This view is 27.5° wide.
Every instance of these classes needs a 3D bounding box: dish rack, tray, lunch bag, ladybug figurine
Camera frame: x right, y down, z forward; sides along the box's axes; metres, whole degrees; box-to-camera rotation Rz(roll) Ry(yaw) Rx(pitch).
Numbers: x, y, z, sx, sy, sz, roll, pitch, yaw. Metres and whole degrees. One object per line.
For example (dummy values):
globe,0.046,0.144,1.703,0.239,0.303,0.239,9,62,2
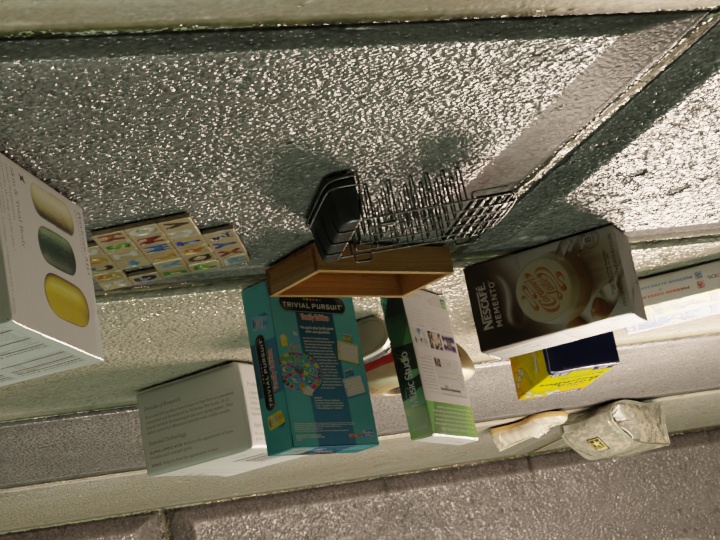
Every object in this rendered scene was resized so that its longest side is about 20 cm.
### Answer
dish rack,0.053,-0.059,1.482,0.199,0.055,0.153,-9,167,-13
tray,0.000,0.000,1.696,0.199,0.037,0.098,2,161,-38
lunch bag,0.566,0.358,3.301,0.199,0.118,0.164,9,157,-38
ladybug figurine,0.078,0.142,2.212,0.199,0.072,0.136,-3,164,-30

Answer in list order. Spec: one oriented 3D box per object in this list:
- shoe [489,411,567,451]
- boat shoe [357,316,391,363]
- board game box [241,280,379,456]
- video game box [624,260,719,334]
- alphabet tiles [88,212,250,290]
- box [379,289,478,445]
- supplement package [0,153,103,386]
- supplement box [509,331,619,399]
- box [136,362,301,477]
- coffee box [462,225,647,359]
shoe,0.377,0.354,3.264,0.199,0.054,0.070,-22,162,36
boat shoe,-0.036,0.121,2.055,0.199,0.073,0.063,-22,159,21
board game box,-0.060,0.119,1.769,0.047,0.201,0.150,-23,161,39
video game box,0.470,0.040,2.171,0.181,0.047,0.200,-16,165,11
alphabet tiles,-0.208,-0.020,1.525,0.166,0.008,0.200,-11,166,1
box,0.088,0.123,1.893,0.036,0.201,0.144,-21,162,24
supplement package,-0.331,0.007,1.246,0.150,0.153,0.200,-14,165,8
supplement box,0.297,0.115,2.196,0.108,0.110,0.200,-8,166,-10
box,-0.196,0.229,2.222,0.199,0.132,0.199,-18,164,28
coffee box,0.241,0.030,1.829,0.199,0.115,0.080,-18,164,22
